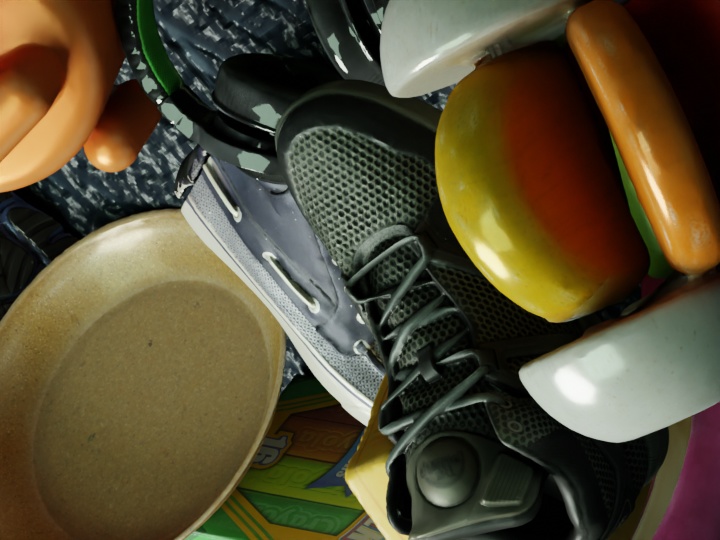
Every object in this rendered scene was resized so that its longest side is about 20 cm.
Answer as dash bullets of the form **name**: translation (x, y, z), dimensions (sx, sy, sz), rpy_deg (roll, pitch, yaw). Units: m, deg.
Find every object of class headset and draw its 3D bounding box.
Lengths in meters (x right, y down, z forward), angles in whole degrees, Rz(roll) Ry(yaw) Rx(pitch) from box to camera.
- **headset**: translation (-0.009, -0.086, 0.823), dimensions (0.200, 0.094, 0.124), rpy_deg (44, 111, -1)

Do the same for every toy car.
- **toy car**: translation (0.115, -0.051, 0.677), dimensions (0.149, 0.200, 0.176), rpy_deg (-28, 86, 32)

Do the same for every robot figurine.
- **robot figurine**: translation (-0.157, -0.110, 0.846), dimensions (0.143, 0.200, 0.117), rpy_deg (6, 118, 0)

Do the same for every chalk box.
- **chalk box**: translation (0.032, 0.144, 0.968), dimensions (0.199, 0.125, 0.125), rpy_deg (3, 128, 37)

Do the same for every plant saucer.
- **plant saucer**: translation (-0.114, 0.066, 0.986), dimensions (0.199, 0.201, 0.035), rpy_deg (7, 158, 36)

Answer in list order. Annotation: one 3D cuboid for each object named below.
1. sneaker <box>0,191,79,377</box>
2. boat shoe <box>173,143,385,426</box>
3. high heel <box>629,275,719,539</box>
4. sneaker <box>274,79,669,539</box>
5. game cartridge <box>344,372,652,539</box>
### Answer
- **sneaker**: translation (-0.209, -0.014, 1.080), dimensions (0.201, 0.075, 0.078), rpy_deg (58, 151, -10)
- **boat shoe**: translation (0.000, 0.000, 0.894), dimensions (0.200, 0.075, 0.093), rpy_deg (41, 153, 2)
- **high heel**: translation (0.114, 0.079, 0.790), dimensions (0.067, 0.095, 0.202), rpy_deg (100, 161, -72)
- **sneaker**: translation (0.031, 0.024, 0.711), dimensions (0.076, 0.114, 0.200), rpy_deg (-31, 98, 31)
- **game cartridge**: translation (0.070, 0.095, 0.833), dimensions (0.032, 0.200, 0.177), rpy_deg (-25, 108, 28)
